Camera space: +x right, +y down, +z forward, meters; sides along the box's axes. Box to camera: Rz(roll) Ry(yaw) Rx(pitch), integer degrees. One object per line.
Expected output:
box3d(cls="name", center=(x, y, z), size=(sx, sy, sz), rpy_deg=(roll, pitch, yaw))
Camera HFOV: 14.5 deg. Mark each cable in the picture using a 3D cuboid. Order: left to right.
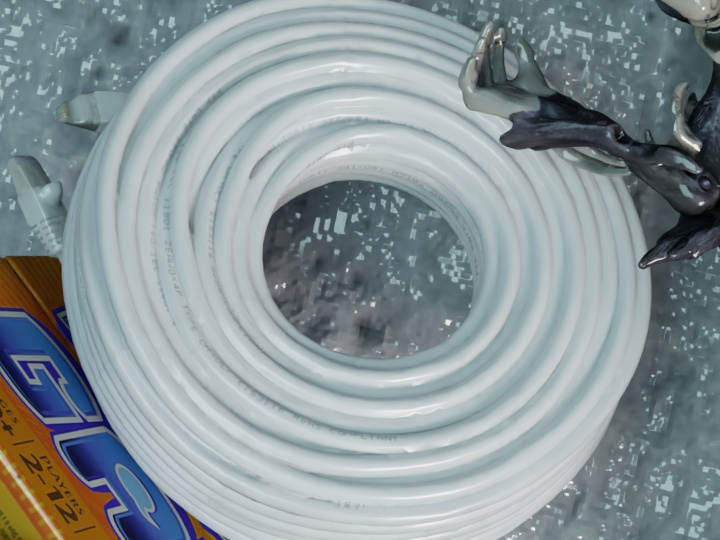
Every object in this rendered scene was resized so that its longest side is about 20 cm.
box3d(cls="cable", center=(0.000, 0.000, 0.954), size=(0.199, 0.069, 0.200), rpy_deg=(-16, 71, -18))

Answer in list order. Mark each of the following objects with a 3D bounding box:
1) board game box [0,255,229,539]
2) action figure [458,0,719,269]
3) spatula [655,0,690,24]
box3d(cls="board game box", center=(-0.137, 0.134, 0.976), size=(0.200, 0.200, 0.200), rpy_deg=(-40, 80, 14))
box3d(cls="action figure", center=(0.101, -0.082, 0.923), size=(0.102, 0.119, 0.200), rpy_deg=(21, 135, 48))
box3d(cls="spatula", center=(0.193, -0.071, 0.963), size=(0.199, 0.021, 0.057), rpy_deg=(19, 98, 17))
